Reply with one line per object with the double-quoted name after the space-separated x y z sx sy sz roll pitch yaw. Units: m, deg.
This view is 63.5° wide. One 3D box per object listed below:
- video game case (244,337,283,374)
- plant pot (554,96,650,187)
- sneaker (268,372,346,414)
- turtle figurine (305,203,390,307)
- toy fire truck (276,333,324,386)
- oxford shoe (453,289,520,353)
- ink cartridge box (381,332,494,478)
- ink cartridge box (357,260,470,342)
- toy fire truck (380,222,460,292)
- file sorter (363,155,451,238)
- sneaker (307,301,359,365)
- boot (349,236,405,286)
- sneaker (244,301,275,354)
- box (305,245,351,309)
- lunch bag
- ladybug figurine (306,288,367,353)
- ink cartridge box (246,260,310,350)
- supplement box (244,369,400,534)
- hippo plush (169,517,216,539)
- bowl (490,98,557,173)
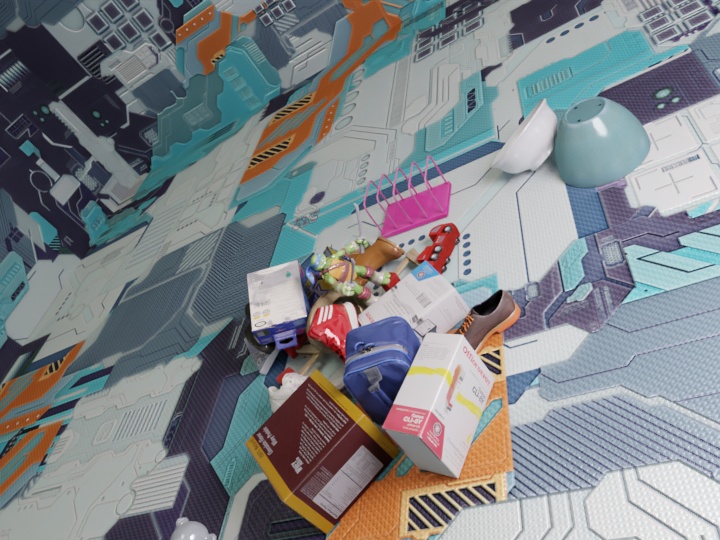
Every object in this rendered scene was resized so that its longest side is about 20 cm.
-0.234 0.143 1.526 0.200 0.023 0.182 -62 31 9 "video game case"
0.516 -0.300 1.287 0.200 0.135 0.200 -26 35 20 "plant pot"
-0.119 0.259 1.260 0.200 0.075 0.100 -25 79 19 "sneaker"
0.000 0.000 1.293 0.200 0.194 0.144 -45 37 19 "turtle figurine"
-0.125 0.186 1.395 0.200 0.049 0.141 -41 34 -6 "toy fire truck"
0.215 0.112 1.139 0.200 0.073 0.071 -40 33 -2 "oxford shoe"
0.141 0.227 1.006 0.083 0.145 0.200 -2 48 42 "ink cartridge box"
0.112 0.094 1.253 0.200 0.086 0.146 -40 32 2 "ink cartridge box"
0.146 -0.027 1.400 0.141 0.049 0.200 -5 45 43 "toy fire truck"
0.123 -0.201 1.563 0.200 0.125 0.139 -18 38 29 "file sorter"
-0.053 0.166 1.249 0.078 0.115 0.200 119 139 -50 "sneaker"
0.020 -0.001 1.473 0.200 0.074 0.155 -4 52 59 "boot"
-0.241 0.123 1.463 0.091 0.076 0.200 -45 39 20 "sneaker"
-0.098 0.044 1.473 0.200 0.070 0.064 -57 29 16 "box"
0.053 0.192 1.086 0.136 0.200 0.132 -21 38 18 "lunch bag"
-0.055 0.116 1.357 0.200 0.136 0.072 -42 5 -41 "ladybug figurine"
-0.192 0.089 1.392 0.136 0.076 0.200 -16 53 3 "ink cartridge box"
-0.076 0.334 1.102 0.200 0.133 0.197 -46 33 -11 "supplement box"
-0.361 0.548 1.091 0.159 0.200 0.161 8 44 23 "hippo plush"
0.411 -0.305 1.402 0.201 0.090 0.201 -54 -1 -1 "bowl"
